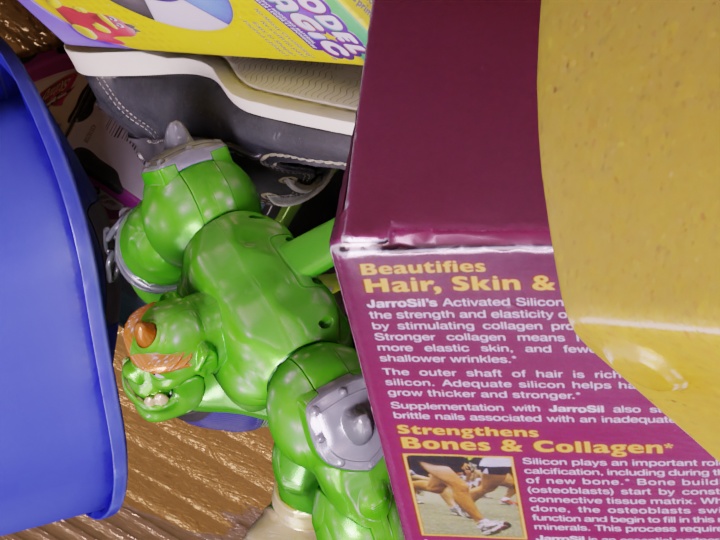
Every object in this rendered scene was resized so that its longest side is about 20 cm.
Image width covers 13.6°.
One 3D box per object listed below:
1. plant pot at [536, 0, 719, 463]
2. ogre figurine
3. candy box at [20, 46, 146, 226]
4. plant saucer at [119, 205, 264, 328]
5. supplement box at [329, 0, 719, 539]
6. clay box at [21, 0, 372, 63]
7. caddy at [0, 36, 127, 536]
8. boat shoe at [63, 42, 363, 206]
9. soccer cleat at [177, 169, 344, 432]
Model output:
[{"bbox_3d":[0.154,-0.039,0.677,0.194,0.200,0.195,5,151,48],"label":"plant pot"},{"bbox_3d":[-0.032,0.032,1.020,0.098,0.201,0.120,-8,143,-5],"label":"ogre figurine"},{"bbox_3d":[-0.068,-0.014,1.267,0.200,0.061,0.136,35,159,-25],"label":"candy box"},{"bbox_3d":[-0.025,-0.017,1.154,0.070,0.019,0.200,35,137,-25],"label":"plant saucer"},{"bbox_3d":[0.072,0.011,0.908,0.130,0.104,0.200,1,145,10],"label":"supplement box"},{"bbox_3d":[-0.058,-0.118,0.969,0.200,0.048,0.115,9,155,46],"label":"clay box"},{"bbox_3d":[-0.141,0.009,1.149,0.141,0.105,0.201,42,145,55],"label":"caddy"},{"bbox_3d":[-0.025,-0.057,1.052,0.200,0.072,0.068,14,131,51],"label":"boat shoe"},{"bbox_3d":[0.000,-0.001,1.120,0.084,0.065,0.200,7,148,-42],"label":"soccer cleat"}]
